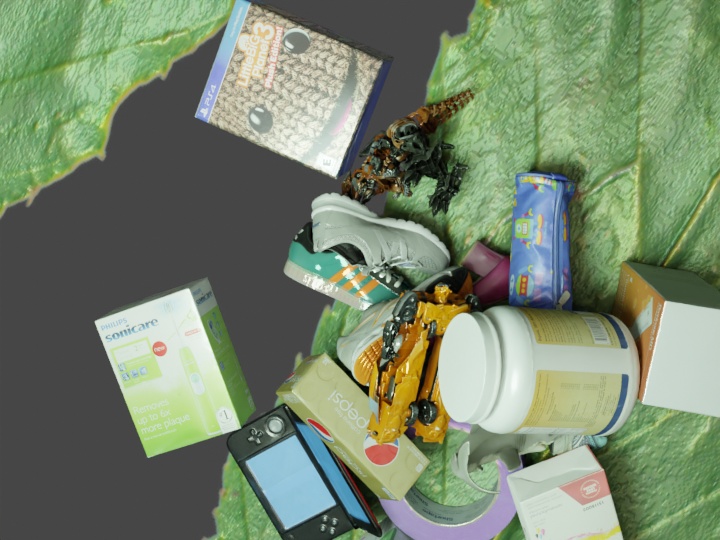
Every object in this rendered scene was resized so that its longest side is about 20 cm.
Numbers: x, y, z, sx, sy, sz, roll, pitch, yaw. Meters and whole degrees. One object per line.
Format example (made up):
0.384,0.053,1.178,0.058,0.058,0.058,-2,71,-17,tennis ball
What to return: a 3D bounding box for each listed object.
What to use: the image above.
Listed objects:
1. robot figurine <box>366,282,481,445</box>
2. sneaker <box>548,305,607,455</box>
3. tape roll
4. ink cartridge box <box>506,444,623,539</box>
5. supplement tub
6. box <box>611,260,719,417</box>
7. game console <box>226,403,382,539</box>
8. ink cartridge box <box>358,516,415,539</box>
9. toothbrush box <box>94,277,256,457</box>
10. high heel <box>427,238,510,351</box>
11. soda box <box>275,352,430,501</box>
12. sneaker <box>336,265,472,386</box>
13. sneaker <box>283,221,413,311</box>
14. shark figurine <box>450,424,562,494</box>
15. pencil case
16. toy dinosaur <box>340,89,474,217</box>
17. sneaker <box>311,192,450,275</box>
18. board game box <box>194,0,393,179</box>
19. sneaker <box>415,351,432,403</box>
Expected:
0.072,0.108,1.347,0.144,0.058,0.202,4,105,-33,robot figurine
0.287,0.140,1.454,0.085,0.078,0.202,1,108,-3,sneaker
0.120,0.264,1.503,0.198,0.066,0.202,2,102,10,tape roll
0.274,0.340,1.453,0.115,0.068,0.202,-21,114,-2,ink cartridge box
0.203,0.115,1.296,0.198,0.144,0.146,5,104,-21,supplement tub
0.368,0.076,1.345,0.096,0.200,0.126,9,102,-3,box
-0.080,0.287,1.515,0.171,0.119,0.201,-29,94,14,game console
-0.002,0.433,1.515,0.200,0.145,0.088,-43,91,15,ink cartridge box
-0.248,0.131,1.532,0.144,0.086,0.202,-18,96,13,toothbrush box
0.138,0.065,1.458,0.096,0.067,0.201,34,104,7,high heel
-0.009,0.197,1.417,0.200,0.064,0.068,47,68,-11,soda box
0.049,0.053,1.406,0.199,0.092,0.076,-37,124,-16,sneaker
0.000,0.000,1.469,0.198,0.071,0.081,21,107,6,sneaker
0.145,0.204,1.372,0.127,0.214,0.091,-7,94,36,shark figurine
0.226,-0.023,1.394,0.077,0.087,0.202,5,85,-28,pencil case
0.061,-0.150,1.415,0.201,0.102,0.136,-59,44,20,toy dinosaur
0.021,-0.025,1.427,0.198,0.075,0.083,19,66,-21,sneaker
-0.082,-0.231,1.425,0.198,0.097,0.161,23,104,5,board game box
0.105,0.144,1.432,0.199,0.076,0.091,-26,55,6,sneaker
